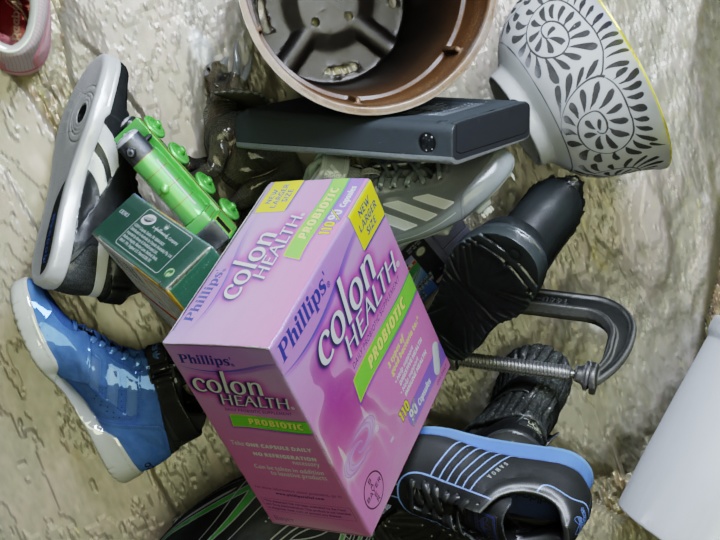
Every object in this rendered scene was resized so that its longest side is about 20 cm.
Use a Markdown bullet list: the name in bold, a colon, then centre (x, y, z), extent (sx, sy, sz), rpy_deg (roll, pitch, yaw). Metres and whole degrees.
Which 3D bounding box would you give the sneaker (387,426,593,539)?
- **sneaker**: centre (0.082, 0.175, 0.940), extent (0.197, 0.078, 0.071), rpy_deg (0, 117, 19)

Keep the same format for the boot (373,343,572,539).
- **boot**: centre (0.105, 0.171, 1.071), extent (0.079, 0.158, 0.211), rpy_deg (42, 122, -10)

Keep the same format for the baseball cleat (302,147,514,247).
- **baseball cleat**: centre (0.022, -0.064, 0.960), extent (0.199, 0.070, 0.107), rpy_deg (-31, 116, 13)

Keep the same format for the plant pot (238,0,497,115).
- **plant pot**: centre (-0.012, -0.227, 0.960), extent (0.197, 0.198, 0.204), rpy_deg (-1, 98, -11)

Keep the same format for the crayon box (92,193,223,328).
- **crayon box**: centre (-0.121, 0.039, 0.971), extent (0.052, 0.125, 0.201), rpy_deg (-44, 133, -14)

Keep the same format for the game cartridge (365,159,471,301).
- **game cartridge**: centre (0.000, 0.000, 1.057), extent (0.200, 0.038, 0.130), rpy_deg (-45, 115, -3)

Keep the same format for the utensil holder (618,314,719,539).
- **utensil holder**: centre (0.353, 0.170, 1.096), extent (0.169, 0.170, 0.202), rpy_deg (28, 93, -13)

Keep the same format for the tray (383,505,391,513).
- **tray**: centre (0.042, 0.219, 1.112), extent (0.107, 0.022, 0.201), rpy_deg (-41, 102, -5)

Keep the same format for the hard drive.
- **hard drive**: centre (0.018, -0.117, 0.956), extent (0.198, 0.139, 0.033), rpy_deg (8, 108, 31)

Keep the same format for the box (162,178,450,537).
- **box**: centre (-0.030, 0.064, 0.902), extent (0.177, 0.096, 0.201), rpy_deg (-60, 137, -39)

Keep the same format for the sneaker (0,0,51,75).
- **sneaker**: centre (-0.286, -0.260, 0.951), extent (0.074, 0.105, 0.203), rpy_deg (-8, 97, -8)

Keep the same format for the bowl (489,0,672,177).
- **bowl**: centre (0.170, -0.149, 1.011), extent (0.094, 0.201, 0.202), rpy_deg (-31, 102, 2)

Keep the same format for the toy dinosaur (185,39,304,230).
- **toy dinosaur**: centre (-0.092, -0.084, 1.024), extent (0.102, 0.077, 0.201), rpy_deg (-32, 97, 8)

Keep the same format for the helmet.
- **helmet**: centre (-0.077, 0.267, 1.019), extent (0.189, 0.200, 0.201), rpy_deg (-30, 102, 11)

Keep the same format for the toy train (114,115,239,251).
- **toy train**: centre (-0.126, -0.043, 0.966), extent (0.042, 0.056, 0.200), rpy_deg (-39, 101, 18)

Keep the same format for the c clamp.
- **c clamp**: centre (0.139, 0.070, 1.040), extent (0.197, 0.172, 0.027), rpy_deg (3, 126, 14)

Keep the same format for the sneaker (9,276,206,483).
- **sneaker**: centre (-0.206, 0.074, 1.016), extent (0.110, 0.077, 0.202), rpy_deg (-29, 105, -1)

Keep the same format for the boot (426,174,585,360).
- **boot**: centre (0.134, -0.021, 0.985), extent (0.073, 0.199, 0.162), rpy_deg (40, 60, 8)

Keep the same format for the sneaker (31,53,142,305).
- **sneaker**: centre (-0.203, -0.071, 1.014), extent (0.111, 0.073, 0.203), rpy_deg (18, 80, -35)
